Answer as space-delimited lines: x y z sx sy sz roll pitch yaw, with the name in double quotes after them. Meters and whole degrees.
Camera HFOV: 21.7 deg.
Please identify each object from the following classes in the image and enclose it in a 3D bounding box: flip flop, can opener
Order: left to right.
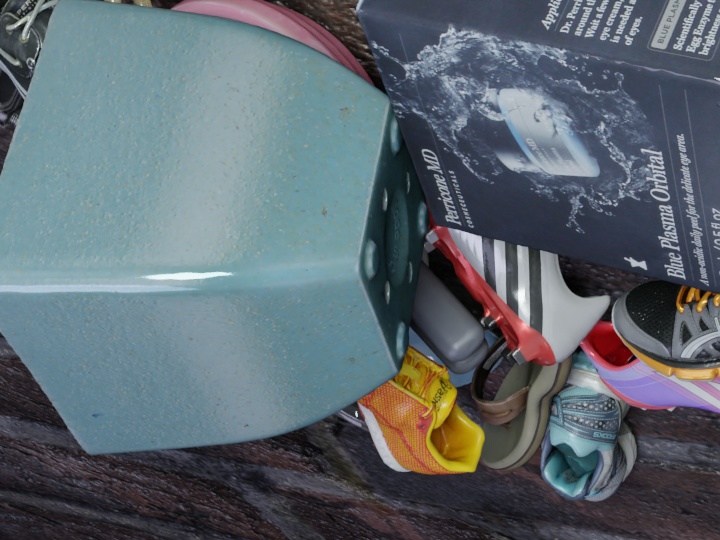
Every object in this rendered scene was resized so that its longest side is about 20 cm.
0.000 0.000 1.269 0.200 0.067 0.053 48 172 22 "can opener"
0.112 0.079 1.370 0.057 0.082 0.200 6 150 -7 "flip flop"

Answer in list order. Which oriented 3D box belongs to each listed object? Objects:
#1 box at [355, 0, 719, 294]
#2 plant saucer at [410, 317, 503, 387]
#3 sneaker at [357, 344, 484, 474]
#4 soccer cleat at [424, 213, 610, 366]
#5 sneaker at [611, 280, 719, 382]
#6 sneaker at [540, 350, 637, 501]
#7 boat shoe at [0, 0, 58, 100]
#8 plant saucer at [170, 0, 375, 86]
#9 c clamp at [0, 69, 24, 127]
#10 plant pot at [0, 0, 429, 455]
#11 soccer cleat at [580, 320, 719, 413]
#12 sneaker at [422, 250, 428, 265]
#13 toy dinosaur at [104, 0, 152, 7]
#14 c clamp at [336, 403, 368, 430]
0.126 -0.100 0.989 0.199 0.118 0.197 15 153 25 "box"
0.009 0.049 1.422 0.199 0.039 0.201 -2 157 -1 "plant saucer"
0.021 0.065 1.237 0.077 0.073 0.200 -5 144 36 "sneaker"
0.085 -0.029 1.227 0.201 0.085 0.069 54 172 -5 "soccer cleat"
0.246 0.021 1.170 0.199 0.078 0.078 2 133 35 "sneaker"
0.164 0.139 1.441 0.077 0.087 0.200 17 154 18 "sneaker"
-0.208 -0.151 1.206 0.199 0.072 0.071 32 159 40 "boat shoe"
-0.052 -0.092 1.193 0.200 0.051 0.202 27 141 25 "plant saucer"
-0.215 -0.102 1.417 0.199 0.027 0.171 30 149 -4 "c clamp"
-0.071 -0.021 1.056 0.198 0.197 0.197 1 147 15 "plant pot"
0.230 0.058 1.253 0.076 0.067 0.199 37 156 -28 "soccer cleat"
-0.030 -0.021 1.367 0.199 0.078 0.082 12 178 29 "sneaker"
-0.133 -0.187 1.098 0.199 0.102 0.058 28 -171 3 "toy dinosaur"
-0.033 0.080 1.567 0.199 0.027 0.171 32 154 -10 "c clamp"
